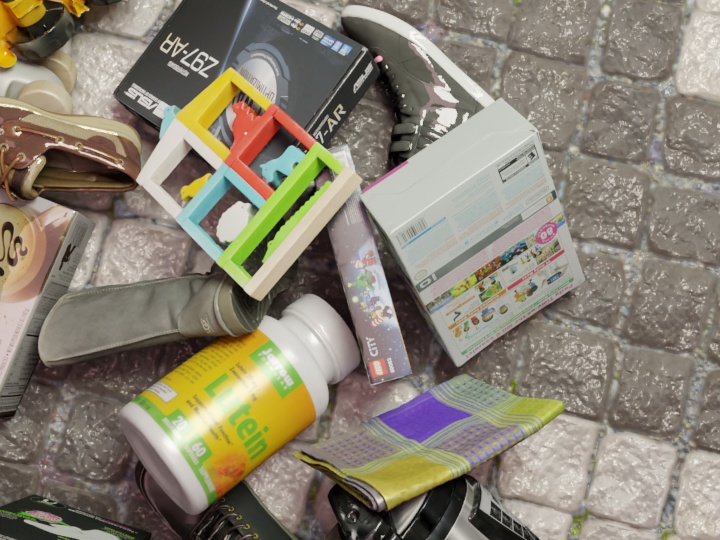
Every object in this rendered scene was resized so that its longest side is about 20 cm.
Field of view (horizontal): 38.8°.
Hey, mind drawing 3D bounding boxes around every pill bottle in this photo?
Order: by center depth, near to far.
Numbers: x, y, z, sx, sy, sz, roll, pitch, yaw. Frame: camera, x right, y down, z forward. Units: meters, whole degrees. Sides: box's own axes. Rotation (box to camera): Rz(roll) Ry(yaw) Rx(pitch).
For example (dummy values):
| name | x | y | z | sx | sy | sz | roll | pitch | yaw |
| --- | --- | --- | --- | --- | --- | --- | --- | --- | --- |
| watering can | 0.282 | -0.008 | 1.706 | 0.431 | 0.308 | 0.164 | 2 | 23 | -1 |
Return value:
| name | x | y | z | sx | sy | sz | roll | pitch | yaw |
| --- | --- | --- | --- | --- | --- | --- | --- | --- | --- |
| pill bottle | -0.099 | 0.109 | 0.894 | 0.200 | 0.111 | 0.111 | -37 | 86 | -24 |

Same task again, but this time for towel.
| name | x | y | z | sx | sy | sz | roll | pitch | yaw |
| --- | --- | --- | --- | --- | --- | --- | --- | --- | --- |
| towel | 0.057 | 0.140 | 0.867 | 0.200 | 0.144 | 0.023 | -20 | 106 | -26 |

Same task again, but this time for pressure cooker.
| name | x | y | z | sx | sy | sz | roll | pitch | yaw |
| --- | --- | --- | --- | --- | --- | --- | --- | --- | --- |
| pressure cooker | 0.048 | 0.255 | 0.854 | 0.200 | 0.176 | 0.179 | 46 | 43 | -6 |

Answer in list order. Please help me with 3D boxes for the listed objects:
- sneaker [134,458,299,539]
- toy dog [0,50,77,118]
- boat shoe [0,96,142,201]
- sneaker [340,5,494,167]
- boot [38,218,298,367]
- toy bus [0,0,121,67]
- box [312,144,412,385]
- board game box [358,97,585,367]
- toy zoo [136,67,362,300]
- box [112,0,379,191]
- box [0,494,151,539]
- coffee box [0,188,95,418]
| name | x | y | z | sx | sy | sz | roll | pitch | yaw |
| --- | --- | --- | --- | --- | --- | --- | --- | --- | --- |
| sneaker | -0.121 | 0.226 | 0.902 | 0.200 | 0.106 | 0.075 | 37 | 86 | 3 |
| toy dog | -0.355 | -0.158 | 0.946 | 0.200 | 0.132 | 0.096 | 20 | 123 | 6 |
| boat shoe | -0.289 | -0.098 | 0.887 | 0.200 | 0.072 | 0.072 | 6 | 44 | -22 |
| sneaker | 0.041 | -0.158 | 0.956 | 0.200 | 0.071 | 0.099 | 40 | 81 | -1 |
| boot | -0.171 | 0.020 | 0.931 | 0.200 | 0.182 | 0.073 | -16 | 108 | 25 |
| toy bus | -0.312 | -0.306 | 0.929 | 0.200 | 0.136 | 0.192 | -44 | 49 | -13 |
| box | 0.000 | 0.000 | 0.909 | 0.038 | 0.137 | 0.200 | -15 | 85 | -1 |
| board game box | 0.102 | -0.026 | 0.885 | 0.147 | 0.200 | 0.064 | -33 | 46 | -4 |
| toy zoo | -0.107 | -0.085 | 0.863 | 0.131 | 0.020 | 0.200 | -49 | 61 | 4 |
| box | -0.107 | -0.171 | 0.936 | 0.200 | 0.044 | 0.160 | 34 | 85 | 25 |
| box | -0.272 | 0.284 | 0.849 | 0.124 | 0.200 | 0.149 | 18 | 85 | 2 |
| coffee box | -0.339 | 0.023 | 0.932 | 0.113 | 0.080 | 0.200 | 22 | 84 | 1 |
